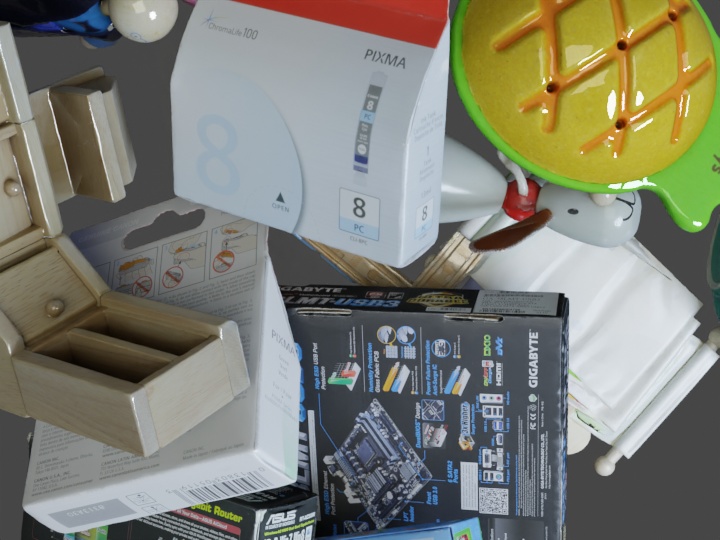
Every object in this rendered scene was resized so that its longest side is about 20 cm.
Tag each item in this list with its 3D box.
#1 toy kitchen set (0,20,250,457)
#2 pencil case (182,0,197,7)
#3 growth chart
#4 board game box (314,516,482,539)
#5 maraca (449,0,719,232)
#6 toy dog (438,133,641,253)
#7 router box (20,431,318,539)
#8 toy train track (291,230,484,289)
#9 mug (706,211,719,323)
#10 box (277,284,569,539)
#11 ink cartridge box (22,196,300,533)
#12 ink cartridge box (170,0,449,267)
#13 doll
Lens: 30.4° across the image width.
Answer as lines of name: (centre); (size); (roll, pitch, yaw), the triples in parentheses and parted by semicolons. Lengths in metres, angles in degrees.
toy kitchen set: (-0.141, -0.040, 0.736); (0.180, 0.163, 0.200); (11, 122, 38)
pencil case: (-0.115, -0.205, 0.798); (0.200, 0.083, 0.087); (27, 99, -3)
growth chart: (0.138, 0.026, 0.860); (0.145, 0.018, 0.200); (-42, 96, 9)
board game box: (0.017, 0.255, 0.784); (0.151, 0.037, 0.200); (-15, 80, 35)
maraca: (0.143, -0.104, 0.723); (0.200, 0.107, 0.137); (26, 88, -9)
toy dog: (0.061, -0.063, 0.785); (0.200, 0.096, 0.132); (-10, 70, 5)
router box: (-0.127, 0.191, 0.826); (0.200, 0.062, 0.150); (11, 97, 34)
toy train track: (0.000, 0.000, 0.847); (0.200, 0.033, 0.115); (40, 109, 0)
mug: (0.269, 0.002, 0.782); (0.114, 0.152, 0.185); (18, 100, 0)
box: (0.030, 0.110, 0.834); (0.198, 0.050, 0.200); (2, 109, 13)
ink cartridge box: (-0.115, 0.047, 0.802); (0.161, 0.200, 0.050); (-16, 140, 22)
ink cartridge box: (-0.031, -0.115, 0.720); (0.160, 0.047, 0.200); (19, 124, 28)
doll: (-0.196, -0.160, 0.790); (0.200, 0.136, 0.048); (5, 77, 23)
